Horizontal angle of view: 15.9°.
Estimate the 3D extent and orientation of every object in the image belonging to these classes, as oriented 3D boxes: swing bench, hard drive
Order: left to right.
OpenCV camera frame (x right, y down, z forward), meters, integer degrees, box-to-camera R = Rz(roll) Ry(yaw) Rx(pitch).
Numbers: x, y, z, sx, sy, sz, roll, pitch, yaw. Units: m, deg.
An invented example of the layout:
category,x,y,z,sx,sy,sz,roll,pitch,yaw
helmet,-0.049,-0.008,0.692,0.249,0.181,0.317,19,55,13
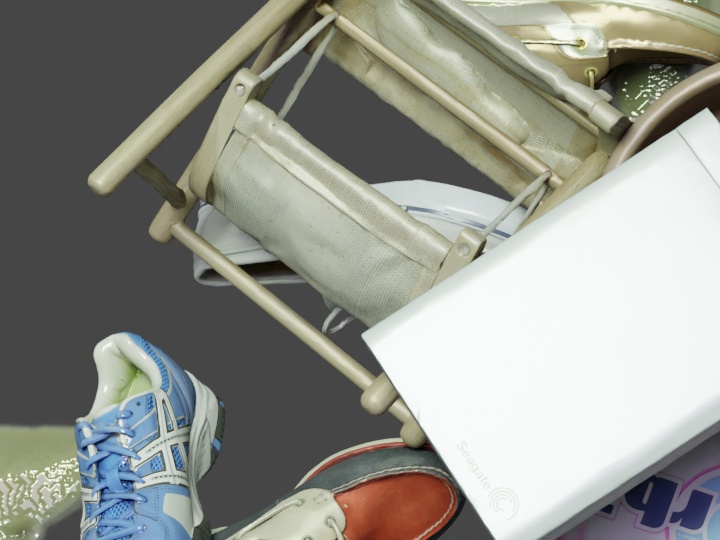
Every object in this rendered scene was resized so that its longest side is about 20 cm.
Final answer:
category,x,y,z,sx,sy,sz,roll,pitch,yaw
swing bench,0.007,-0.051,1.338,0.199,0.130,0.200,39,88,16
hard drive,0.118,0.030,1.223,0.200,0.027,0.132,-33,71,0

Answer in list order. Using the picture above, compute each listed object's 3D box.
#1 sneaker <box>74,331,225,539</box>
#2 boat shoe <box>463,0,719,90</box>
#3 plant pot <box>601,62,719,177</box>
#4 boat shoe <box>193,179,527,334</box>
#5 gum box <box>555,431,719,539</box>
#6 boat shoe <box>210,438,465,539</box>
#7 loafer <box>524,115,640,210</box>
category,x,y,z,sx,sy,sz,roll,pitch,yaw
sneaker,-0.124,0.115,1.369,0.076,0.077,0.200,-26,34,19
boat shoe,0.111,-0.125,1.460,0.200,0.074,0.066,7,84,17
plant pot,0.226,0.010,1.318,0.200,0.175,0.200,-4,68,11
boat shoe,-0.002,-0.002,1.431,0.202,0.075,0.086,5,70,17
gum box,0.190,0.148,1.296,0.200,0.066,0.114,18,68,13
boat shoe,-0.034,0.151,1.372,0.200,0.063,0.071,-23,105,7
loafer,0.183,-0.058,1.402,0.200,0.068,0.076,-18,96,13
